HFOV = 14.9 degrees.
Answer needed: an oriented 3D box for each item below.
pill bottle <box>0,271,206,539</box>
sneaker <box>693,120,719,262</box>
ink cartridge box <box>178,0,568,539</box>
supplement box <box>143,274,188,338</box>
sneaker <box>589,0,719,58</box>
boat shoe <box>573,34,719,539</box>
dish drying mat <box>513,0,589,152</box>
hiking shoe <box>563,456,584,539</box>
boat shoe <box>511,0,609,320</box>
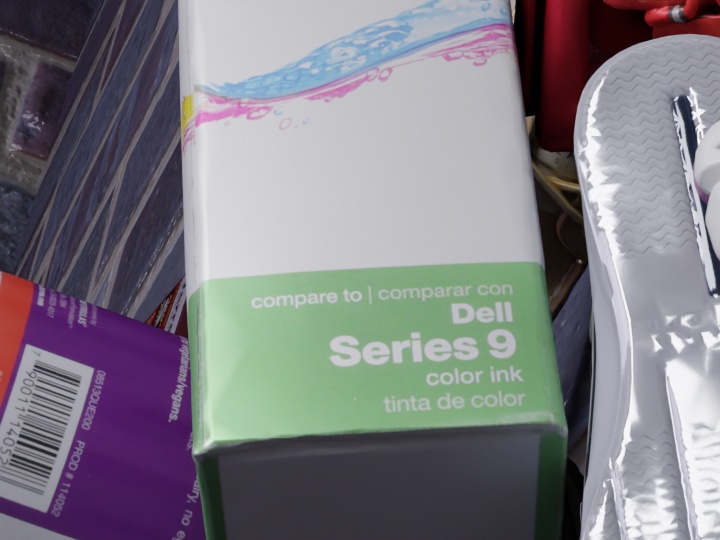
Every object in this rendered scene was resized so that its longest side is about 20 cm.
[{"bbox_3d":[-0.054,0.079,0.839,0.112,0.200,0.113,-159,90,-79],"label":"pill bottle"},{"bbox_3d":[0.116,0.017,0.480,0.088,0.080,0.200,-38,30,25],"label":"sneaker"},{"bbox_3d":[0.000,0.000,0.698,0.145,0.087,0.200,87,177,-52],"label":"ink cartridge box"},{"bbox_3d":[-0.097,0.078,1.421,0.200,0.061,0.109,137,152,-65],"label":"supplement box"},{"bbox_3d":[0.101,-0.064,0.648,0.200,0.085,0.077,164,124,-77],"label":"sneaker"},{"bbox_3d":[0.084,0.046,0.599,0.071,0.072,0.200,65,-157,-58],"label":"boat shoe"},{"bbox_3d":[0.050,-0.136,0.696,0.077,0.018,0.200,-86,-3,-72],"label":"dish drying mat"},{"bbox_3d":[0.006,0.125,0.728,0.076,0.101,0.200,130,158,-58],"label":"hiking shoe"},{"bbox_3d":[0.058,-0.046,0.837,0.200,0.074,0.069,-64,11,-3],"label":"boat shoe"}]
